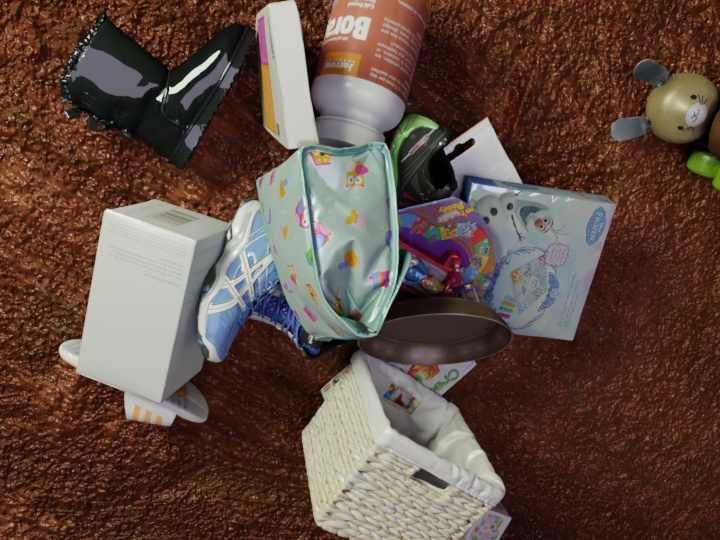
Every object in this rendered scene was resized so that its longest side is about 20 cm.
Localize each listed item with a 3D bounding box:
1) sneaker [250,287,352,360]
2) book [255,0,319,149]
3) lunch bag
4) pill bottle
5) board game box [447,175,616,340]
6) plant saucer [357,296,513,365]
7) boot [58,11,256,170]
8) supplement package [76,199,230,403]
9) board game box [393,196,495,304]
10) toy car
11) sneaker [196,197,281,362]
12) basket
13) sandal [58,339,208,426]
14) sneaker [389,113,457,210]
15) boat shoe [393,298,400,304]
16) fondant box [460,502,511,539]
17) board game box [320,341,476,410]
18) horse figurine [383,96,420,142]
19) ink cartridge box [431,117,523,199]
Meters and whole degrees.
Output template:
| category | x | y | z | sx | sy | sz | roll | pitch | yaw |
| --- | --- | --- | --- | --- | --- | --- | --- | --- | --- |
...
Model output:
| category | x | y | z | sx | sy | sz | roll | pitch | yaw |
| --- | --- | --- | --- | --- | --- | --- | --- | --- | --- |
| sneaker | -0.086 | 0.050 | 0.855 | 0.197 | 0.115 | 0.081 | 21 | 101 | -18 |
| book | -0.086 | -0.215 | 0.722 | 0.047 | 0.200 | 0.136 | -10 | 111 | -9 |
| lunch bag | -0.031 | -0.023 | 0.724 | 0.120 | 0.170 | 0.203 | -9 | 89 | -24 |
| pill bottle | 0.007 | -0.231 | 0.758 | 0.111 | 0.112 | 0.203 | 16 | 84 | -18 |
| board game box | 0.214 | -0.012 | 0.886 | 0.196 | 0.043 | 0.203 | 7 | 112 | -9 |
| plant saucer | 0.094 | 0.077 | 0.849 | 0.197 | 0.201 | 0.035 | 8 | 64 | -15 |
| boot | -0.231 | -0.230 | 0.756 | 0.161 | 0.073 | 0.200 | 31 | 100 | -18 |
| supplement package | -0.243 | 0.032 | 0.794 | 0.116 | 0.117 | 0.203 | 18 | 104 | 6 |
| board game box | 0.074 | 0.001 | 0.824 | 0.197 | 0.039 | 0.160 | -13 | 119 | 2 |
| toy car | 0.446 | -0.210 | 0.888 | 0.197 | 0.158 | 0.166 | 11 | 116 | -5 |
| sneaker | -0.136 | 0.014 | 0.793 | 0.076 | 0.076 | 0.203 | 17 | 80 | 6 |
| basket | 0.045 | 0.248 | 0.870 | 0.197 | 0.200 | 0.162 | 32 | 101 | -21 |
| sandal | -0.298 | 0.156 | 0.866 | 0.205 | 0.079 | 0.060 | 28 | 102 | -11 |
| sneaker | 0.077 | -0.094 | 0.828 | 0.083 | 0.077 | 0.202 | 19 | 139 | 19 |
| boat shoe | 0.000 | 0.000 | 0.889 | 0.200 | 0.065 | 0.072 | 42 | 129 | -20 |
| fondant box | 0.128 | 0.440 | 1.066 | 0.143 | 0.058 | 0.202 | 24 | 102 | -19 |
| board game box | 0.056 | 0.154 | 0.966 | 0.200 | 0.035 | 0.126 | -42 | 113 | 3 |
| horse figurine | -0.005 | -0.148 | 0.846 | 0.131 | 0.050 | 0.202 | 24 | 103 | -25 |
| ink cartridge box | 0.166 | -0.095 | 0.903 | 0.108 | 0.050 | 0.201 | -33 | 111 | 1 |
